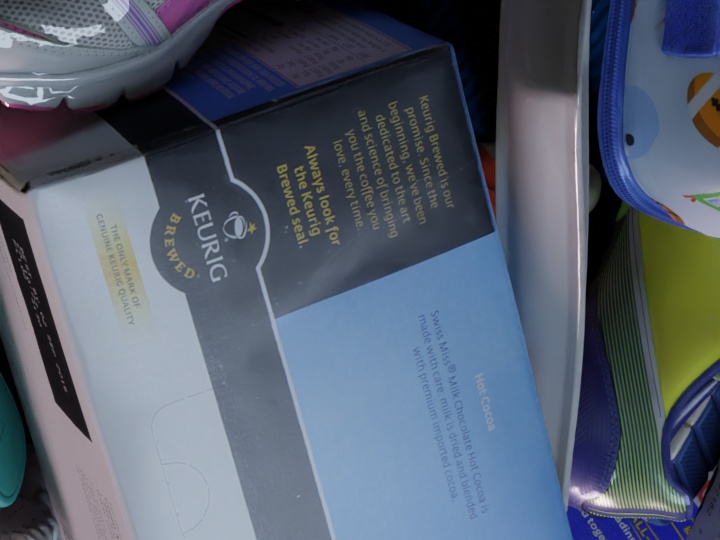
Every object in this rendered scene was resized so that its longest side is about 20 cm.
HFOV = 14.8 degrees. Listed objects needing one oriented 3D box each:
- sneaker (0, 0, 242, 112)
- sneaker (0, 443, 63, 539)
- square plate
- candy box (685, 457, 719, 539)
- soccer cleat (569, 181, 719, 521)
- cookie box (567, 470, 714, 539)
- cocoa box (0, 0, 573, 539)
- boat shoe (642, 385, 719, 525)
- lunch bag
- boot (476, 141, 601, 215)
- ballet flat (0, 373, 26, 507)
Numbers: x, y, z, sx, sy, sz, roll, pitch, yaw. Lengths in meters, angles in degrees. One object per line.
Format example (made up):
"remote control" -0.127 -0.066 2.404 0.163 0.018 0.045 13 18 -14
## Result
"sneaker" -0.051 -0.114 0.778 0.200 0.081 0.088 -25 141 -24
"sneaker" -0.130 0.107 0.911 0.200 0.099 0.078 -18 112 -57
"square plate" 0.059 -0.061 0.852 0.028 0.198 0.200 3 141 5
"candy box" 0.221 0.039 1.020 0.136 0.061 0.200 11 109 -24
"soccer cleat" 0.121 -0.001 0.982 0.200 0.084 0.065 -64 161 -19
"cookie box" 0.084 0.155 1.078 0.200 0.171 0.075 -26 168 -36
"cocoa box" -0.029 0.030 0.837 0.131 0.133 0.200 -20 110 -15
"boat shoe" 0.134 -0.005 1.049 0.200 0.072 0.072 -55 157 -17
"lunch bag" 0.139 -0.107 0.862 0.160 0.075 0.200 12 83 -50
"boot" 0.000 0.000 0.964 0.200 0.075 0.107 -5 129 -42
"ballet flat" -0.157 -0.002 0.822 0.072 0.068 0.200 -4 131 11
